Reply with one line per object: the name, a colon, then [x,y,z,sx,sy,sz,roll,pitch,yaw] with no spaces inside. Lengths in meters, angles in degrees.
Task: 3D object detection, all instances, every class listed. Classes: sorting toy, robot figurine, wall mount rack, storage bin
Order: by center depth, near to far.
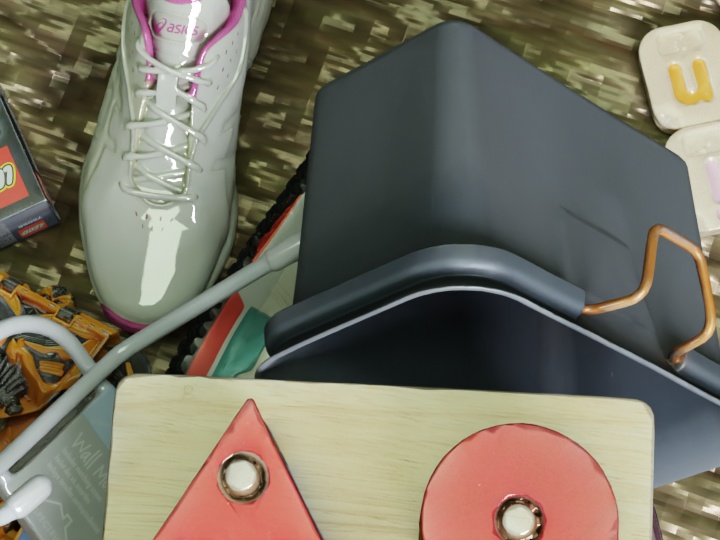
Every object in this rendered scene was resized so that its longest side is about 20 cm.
sorting toy: [0.002,0.134,0.737,0.199,0.070,0.200,2,76,4]
storage bin: [0.067,-0.007,0.843,0.145,0.200,0.135,-24,54,38]
wall mount rack: [-0.063,0.086,0.854,0.174,0.074,0.200,-44,113,-29]
robot figurine: [-0.171,0.080,0.879,0.145,0.058,0.200,26,59,5]

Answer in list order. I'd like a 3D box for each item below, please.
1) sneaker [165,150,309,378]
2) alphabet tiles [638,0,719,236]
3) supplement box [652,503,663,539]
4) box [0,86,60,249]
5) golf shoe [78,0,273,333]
sneaker: [0.000,0.000,0.922,0.093,0.070,0.200,36,77,-7]
alphabet tiles: [0.230,-0.081,0.952,0.199,0.015,0.196,-12,74,-1]
supplement box: [0.079,0.198,0.797,0.110,0.086,0.201,-12,75,0]
box: [-0.254,-0.044,0.951,0.199,0.040,0.137,-25,76,-4]
golf shoe: [-0.085,-0.074,0.923,0.075,0.092,0.201,6,74,2]
